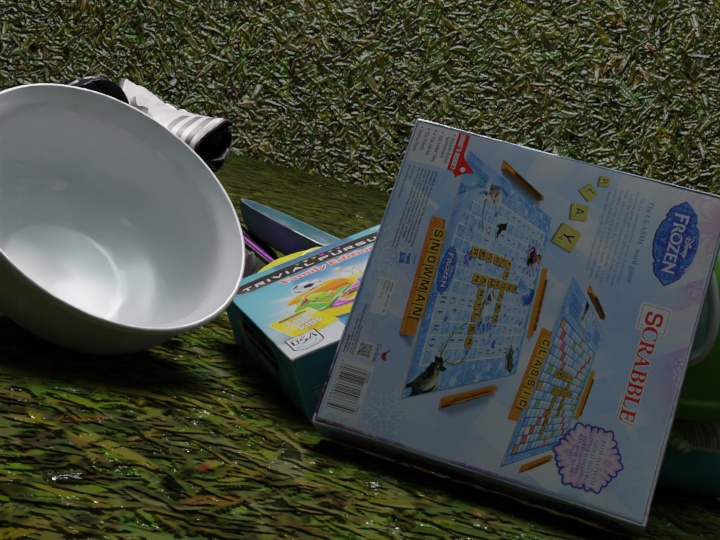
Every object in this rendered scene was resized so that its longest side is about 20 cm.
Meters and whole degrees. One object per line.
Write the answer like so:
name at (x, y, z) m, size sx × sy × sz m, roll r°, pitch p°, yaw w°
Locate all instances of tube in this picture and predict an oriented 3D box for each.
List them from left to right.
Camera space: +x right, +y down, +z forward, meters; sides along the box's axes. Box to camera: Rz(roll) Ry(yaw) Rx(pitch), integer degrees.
tube at (0.152, 0.111, 0.872) m, size 0.197 × 0.051 × 0.077 m, roll 10°, pitch 12°, yaw -12°

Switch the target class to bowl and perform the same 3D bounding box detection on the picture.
bowl at (-0.182, -0.017, 0.867) m, size 0.199 × 0.090 × 0.202 m, roll 25°, pitch 38°, yaw -22°

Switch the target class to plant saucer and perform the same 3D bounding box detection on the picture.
plant saucer at (-0.030, -0.015, 1.282) m, size 0.198 × 0.028 × 0.200 m, roll 25°, pitch 4°, yaw -2°

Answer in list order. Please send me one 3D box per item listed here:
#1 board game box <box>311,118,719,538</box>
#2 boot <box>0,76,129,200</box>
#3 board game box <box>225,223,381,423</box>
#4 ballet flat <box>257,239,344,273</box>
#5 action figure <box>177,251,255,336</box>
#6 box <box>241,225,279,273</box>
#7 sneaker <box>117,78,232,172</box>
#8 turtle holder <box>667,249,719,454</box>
board game box at (0.096, 0.029, 0.785) m, size 0.197 × 0.202 × 0.041 m, roll 16°, pitch -16°, yaw 14°
boot at (-0.283, -0.079, 0.969) m, size 0.167 × 0.201 × 0.077 m, roll 22°, pitch -25°, yaw 35°
board game box at (-0.002, 0.026, 0.922) m, size 0.149 × 0.047 × 0.200 m, roll -22°, pitch 18°, yaw -14°
ballet flat at (0.000, 0.000, 1.144) m, size 0.198 × 0.067 × 0.067 m, roll -5°, pitch -28°, yaw -29°
action figure at (-0.177, 0.000, 1.024) m, size 0.192 × 0.105 × 0.201 m, roll -2°, pitch 44°, yaw -44°
box at (-0.137, -0.038, 1.247) m, size 0.143 × 0.036 × 0.200 m, roll 39°, pitch 2°, yaw -11°
sneaker at (-0.182, -0.126, 1.261) m, size 0.114 × 0.077 × 0.201 m, roll 13°, pitch 13°, yaw -13°
turtle holder at (0.178, 0.020, 0.877) m, size 0.140 × 0.133 × 0.185 m, roll -7°, pitch 26°, yaw -38°
